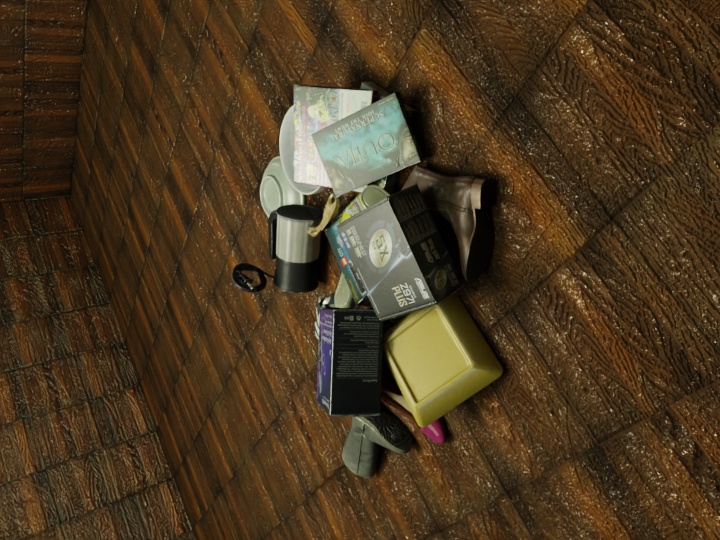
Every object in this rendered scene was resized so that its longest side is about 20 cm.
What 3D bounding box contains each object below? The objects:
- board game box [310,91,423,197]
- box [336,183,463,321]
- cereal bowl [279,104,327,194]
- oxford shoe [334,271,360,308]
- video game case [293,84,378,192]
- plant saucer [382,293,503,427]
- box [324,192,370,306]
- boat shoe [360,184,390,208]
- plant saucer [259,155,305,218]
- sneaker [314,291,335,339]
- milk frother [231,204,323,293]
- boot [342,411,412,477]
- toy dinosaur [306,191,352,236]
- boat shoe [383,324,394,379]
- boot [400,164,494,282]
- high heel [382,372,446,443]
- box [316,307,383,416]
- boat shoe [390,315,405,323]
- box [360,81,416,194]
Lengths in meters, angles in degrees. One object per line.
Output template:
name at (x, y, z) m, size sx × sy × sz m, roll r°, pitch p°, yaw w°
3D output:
board game box at (0.012, -0.239, 1.152) m, size 0.198 × 0.028 × 0.137 m, roll -19°, pitch 98°, yaw 30°
box at (0.068, -0.027, 1.079) m, size 0.163 × 0.086 × 0.202 m, roll -22°, pitch 94°, yaw 51°
cereal bowl at (-0.099, -0.276, 1.346) m, size 0.199 × 0.083 × 0.203 m, roll 20°, pitch 116°, yaw 48°
oxford shoe at (0.000, 0.000, 1.322) m, size 0.075 × 0.057 × 0.202 m, roll 39°, pitch 114°, yaw 47°
video game case at (-0.054, -0.269, 1.212) m, size 0.179 × 0.036 × 0.203 m, roll 11°, pitch 111°, yaw 23°
plant saucer at (0.132, 0.158, 1.115) m, size 0.199 × 0.048 × 0.201 m, roll -39°, pitch 62°, yaw 20°
box at (0.009, -0.047, 1.253) m, size 0.137 × 0.037 × 0.202 m, roll -43°, pitch 56°, yaw 31°
boat shoe at (0.076, -0.083, 1.181) m, size 0.199 × 0.075 × 0.066 m, roll 41°, pitch 173°, yaw 9°
plant saucer at (-0.216, -0.195, 1.551) m, size 0.199 × 0.050 × 0.203 m, roll 19°, pitch 115°, yaw 48°
sneaker at (-0.046, 0.121, 1.391) m, size 0.199 × 0.079 × 0.131 m, roll 35°, pitch 135°, yaw 55°
milk frother at (-0.200, -0.050, 1.433) m, size 0.179 × 0.199 × 0.191 m, roll 18°, pitch 116°, yaw 28°
boot at (0.032, 0.417, 1.381) m, size 0.181 × 0.072 × 0.202 m, roll 35°, pitch 127°, yaw 35°
toy dinosaur at (-0.058, -0.135, 1.305) m, size 0.058 × 0.102 × 0.200 m, roll 31°, pitch 149°, yaw -6°
boat shoe at (0.043, 0.154, 1.297) m, size 0.200 × 0.067 × 0.073 m, roll 46°, pitch 151°, yaw 32°
boot at (0.150, -0.091, 1.088) m, size 0.199 × 0.064 × 0.189 m, roll 19°, pitch 106°, yaw 48°
high heel at (0.091, 0.294, 1.246) m, size 0.200 × 0.095 × 0.068 m, roll 45°, pitch 132°, yaw 36°
box at (-0.023, 0.177, 1.185) m, size 0.148 × 0.103 × 0.203 m, roll 169°, pitch 104°, yaw -75°
boat shoe at (0.106, 0.104, 1.198) m, size 0.201 × 0.062 × 0.074 m, roll 57°, pitch 139°, yaw 25°
box at (0.032, -0.261, 1.216) m, size 0.144 × 0.036 × 0.202 m, roll 43°, pitch 133°, yaw 37°
